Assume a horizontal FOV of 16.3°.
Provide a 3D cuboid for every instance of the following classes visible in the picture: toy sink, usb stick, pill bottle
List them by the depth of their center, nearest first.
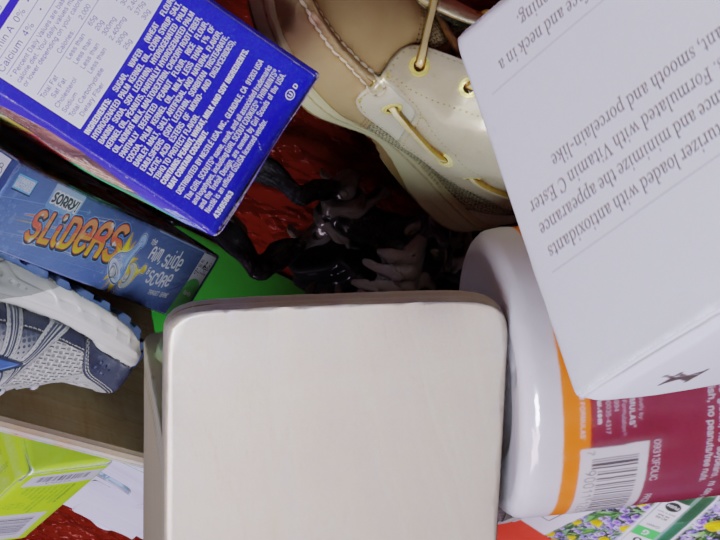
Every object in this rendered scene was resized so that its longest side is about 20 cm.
[{"bbox_3d":[0.146,0.030,0.994,0.199,0.115,0.114,-6,154,-10],"label":"pill bottle"},{"bbox_3d":[-0.020,0.085,1.000,0.130,0.112,0.201,-3,113,-9],"label":"toy sink"},{"bbox_3d":[0.047,0.041,1.238,0.200,0.033,0.055,37,154,-33],"label":"usb stick"}]

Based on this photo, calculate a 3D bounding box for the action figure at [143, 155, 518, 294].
[{"bbox_3d":[0.000,0.000,1.111,0.199,0.102,0.119,23,134,-6],"label":"action figure"}]

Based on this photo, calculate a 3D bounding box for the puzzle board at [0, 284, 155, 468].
[{"bbox_3d":[-0.176,0.009,1.063,0.199,0.151,0.017,18,125,-28],"label":"puzzle board"}]

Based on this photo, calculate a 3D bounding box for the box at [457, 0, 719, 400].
[{"bbox_3d":[0.173,-0.063,0.760,0.199,0.131,0.199,-7,161,-35],"label":"box"}]

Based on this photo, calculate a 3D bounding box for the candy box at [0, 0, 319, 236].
[{"bbox_3d":[-0.138,-0.103,0.918,0.200,0.077,0.169,34,176,-26],"label":"candy box"}]

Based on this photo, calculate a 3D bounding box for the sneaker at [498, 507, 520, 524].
[{"bbox_3d":[0.012,0.086,1.103,0.199,0.074,0.087,-20,171,41],"label":"sneaker"}]

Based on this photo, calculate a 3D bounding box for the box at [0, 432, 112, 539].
[{"bbox_3d":[-0.176,0.016,1.183,0.047,0.201,0.122,-4,161,-29],"label":"box"}]

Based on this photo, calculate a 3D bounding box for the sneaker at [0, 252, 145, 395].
[{"bbox_3d":[-0.166,0.021,0.981,0.077,0.085,0.200,31,-178,39],"label":"sneaker"}]

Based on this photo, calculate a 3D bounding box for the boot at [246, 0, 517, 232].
[{"bbox_3d":[0.061,-0.080,0.961,0.155,0.073,0.200,-3,148,34],"label":"boot"}]

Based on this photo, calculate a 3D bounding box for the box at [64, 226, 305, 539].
[{"bbox_3d":[-0.088,0.070,1.298,0.199,0.097,0.176,26,152,-17],"label":"box"}]

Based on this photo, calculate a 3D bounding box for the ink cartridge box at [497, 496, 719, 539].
[{"bbox_3d":[0.095,0.102,1.165,0.109,0.051,0.200,33,135,-29],"label":"ink cartridge box"}]

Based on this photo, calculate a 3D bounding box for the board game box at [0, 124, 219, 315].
[{"bbox_3d":[-0.150,-0.041,1.002,0.135,0.035,0.200,33,-178,19],"label":"board game box"}]
